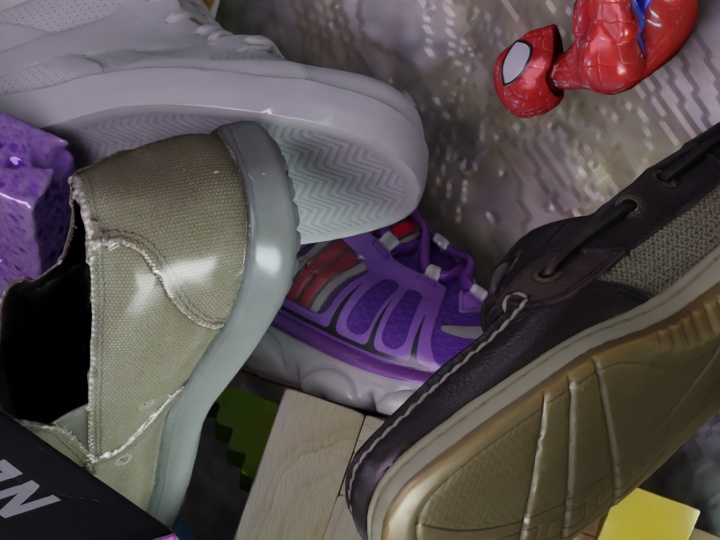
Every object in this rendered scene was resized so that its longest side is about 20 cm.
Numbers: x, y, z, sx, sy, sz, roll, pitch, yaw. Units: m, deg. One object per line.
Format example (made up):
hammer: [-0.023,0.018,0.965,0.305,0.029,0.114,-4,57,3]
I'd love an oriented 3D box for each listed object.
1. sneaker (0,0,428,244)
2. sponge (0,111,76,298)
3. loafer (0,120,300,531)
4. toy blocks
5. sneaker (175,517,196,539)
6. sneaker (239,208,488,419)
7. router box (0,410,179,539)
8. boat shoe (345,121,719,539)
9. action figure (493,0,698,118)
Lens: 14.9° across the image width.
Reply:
sneaker: [-0.056,-0.072,0.855,0.199,0.074,0.116,3,55,31]
sponge: [-0.141,0.007,0.888,0.111,0.030,0.200,21,149,11]
loafer: [-0.083,0.029,0.811,0.200,0.069,0.075,-63,36,41]
toy blocks: [0.026,0.127,0.818,0.199,0.100,0.137,19,75,2]
sneaker: [-0.077,0.162,0.948,0.066,0.078,0.201,-6,115,-12]
sneaker: [0.000,0.000,0.865,0.199,0.081,0.084,18,94,22]
router box: [-0.116,0.113,0.782,0.200,0.051,0.150,27,125,51]
boat shoe: [0.065,0.019,0.778,0.065,0.200,0.073,37,141,32]
action figure: [0.099,-0.125,0.795,0.200,0.065,0.099,-40,87,26]
